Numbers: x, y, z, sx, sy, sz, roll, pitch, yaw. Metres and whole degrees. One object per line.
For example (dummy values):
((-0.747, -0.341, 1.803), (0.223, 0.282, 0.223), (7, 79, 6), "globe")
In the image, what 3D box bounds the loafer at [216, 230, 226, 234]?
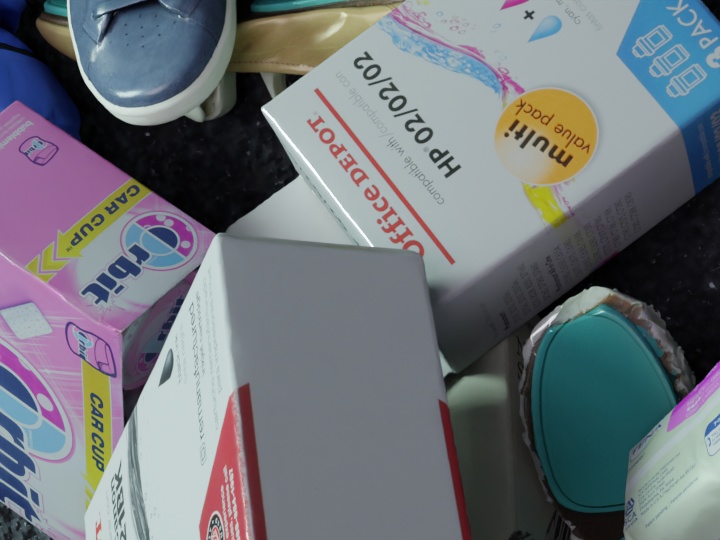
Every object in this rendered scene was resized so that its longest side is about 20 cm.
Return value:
((0.000, 0.000, 0.999), (0.200, 0.063, 0.072), (-12, 88, 24), "loafer")

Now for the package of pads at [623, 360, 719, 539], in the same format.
((0.215, 0.077, 0.823), (0.200, 0.068, 0.155), (27, 129, -14), "package of pads")

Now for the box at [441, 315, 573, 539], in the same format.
((0.047, 0.113, 0.929), (0.068, 0.082, 0.200), (-15, 56, 23), "box")

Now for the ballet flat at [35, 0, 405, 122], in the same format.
((-0.049, -0.091, 1.015), (0.199, 0.069, 0.063), (0, 109, 25), "ballet flat")

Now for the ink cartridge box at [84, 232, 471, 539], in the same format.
((-0.037, 0.104, 0.875), (0.200, 0.084, 0.145), (118, 151, -49), "ink cartridge box")

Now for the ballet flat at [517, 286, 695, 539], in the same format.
((0.109, 0.083, 0.923), (0.072, 0.072, 0.200), (-5, 120, 24), "ballet flat")

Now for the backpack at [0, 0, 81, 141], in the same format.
((-0.224, -0.084, 1.038), (0.200, 0.162, 0.168), (37, 104, 18), "backpack")

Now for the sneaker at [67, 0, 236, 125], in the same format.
((-0.101, -0.157, 0.976), (0.075, 0.085, 0.200), (-16, 60, 11), "sneaker")

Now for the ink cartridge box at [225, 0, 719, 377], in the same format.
((0.045, -0.045, 0.920), (0.200, 0.068, 0.115), (-37, 66, -2), "ink cartridge box")

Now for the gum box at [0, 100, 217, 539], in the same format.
((-0.122, 0.040, 1.002), (0.113, 0.066, 0.200), (33, 146, 20), "gum box")
